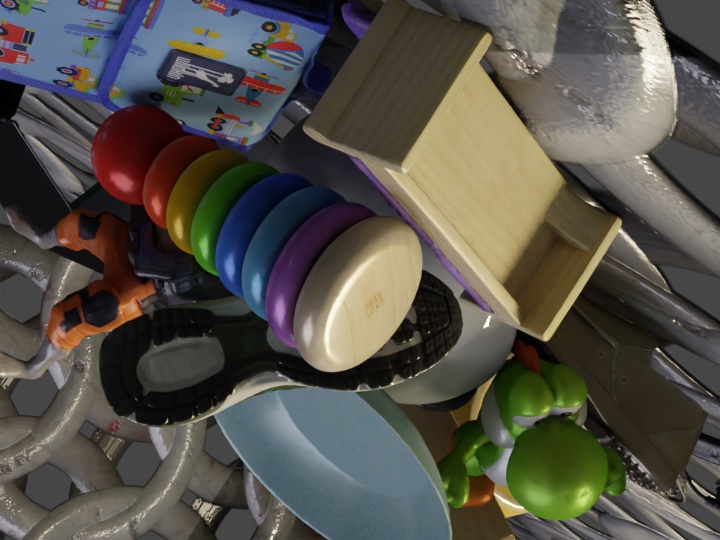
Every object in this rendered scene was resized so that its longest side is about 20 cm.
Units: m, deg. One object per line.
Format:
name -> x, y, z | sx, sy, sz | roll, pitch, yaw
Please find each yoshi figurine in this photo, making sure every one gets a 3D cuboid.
yoshi figurine -> 0.107, 0.122, 1.099 | 0.112, 0.112, 0.200 | 39, 164, 9

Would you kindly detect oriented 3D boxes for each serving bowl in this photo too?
serving bowl -> 0.000, 0.000, 1.067 | 0.200, 0.066, 0.201 | 30, 135, 35

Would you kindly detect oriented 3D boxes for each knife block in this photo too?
knife block -> 0.034, 0.110, 1.259 | 0.176, 0.064, 0.200 | 61, -179, -14

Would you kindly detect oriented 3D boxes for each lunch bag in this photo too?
lunch bag -> -0.107, -0.141, 0.925 | 0.199, 0.094, 0.151 | 24, 151, -8

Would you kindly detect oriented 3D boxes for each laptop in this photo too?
laptop -> -0.217, -0.119, 1.203 | 0.116, 0.201, 0.187 | 21, 179, -32

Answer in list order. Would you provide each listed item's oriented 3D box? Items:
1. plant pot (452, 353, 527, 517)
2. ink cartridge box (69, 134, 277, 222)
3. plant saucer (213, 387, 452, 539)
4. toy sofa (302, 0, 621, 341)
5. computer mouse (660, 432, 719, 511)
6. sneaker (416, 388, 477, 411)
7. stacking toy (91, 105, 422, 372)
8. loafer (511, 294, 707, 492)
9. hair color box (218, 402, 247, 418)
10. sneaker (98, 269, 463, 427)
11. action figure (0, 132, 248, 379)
plant pot -> 0.076, 0.130, 1.442 | 0.201, 0.201, 0.189 | 39, 153, -29
ink cartridge box -> -0.113, -0.032, 1.303 | 0.088, 0.145, 0.200 | 50, 177, 20
plant saucer -> -0.014, 0.106, 1.097 | 0.201, 0.039, 0.201 | 30, 147, 22
toy sofa -> 0.047, -0.052, 0.901 | 0.097, 0.083, 0.200 | 25, 167, 38
computer mouse -> 0.299, 0.165, 1.277 | 0.200, 0.046, 0.141 | 30, 160, 31
sneaker -> 0.042, 0.009, 1.127 | 0.115, 0.076, 0.200 | 0, 123, 58
stacking toy -> -0.066, -0.030, 0.907 | 0.200, 0.085, 0.085 | 33, 171, 29
loafer -> 0.150, 0.051, 1.130 | 0.200, 0.068, 0.076 | 51, 167, -6
hair color box -> -0.045, 0.024, 1.232 | 0.109, 0.200, 0.065 | 19, 129, 57
sneaker -> -0.043, 0.037, 0.971 | 0.199, 0.077, 0.089 | -9, 178, 2
action figure -> -0.118, -0.023, 1.038 | 0.193, 0.200, 0.105 | -13, 130, 17
